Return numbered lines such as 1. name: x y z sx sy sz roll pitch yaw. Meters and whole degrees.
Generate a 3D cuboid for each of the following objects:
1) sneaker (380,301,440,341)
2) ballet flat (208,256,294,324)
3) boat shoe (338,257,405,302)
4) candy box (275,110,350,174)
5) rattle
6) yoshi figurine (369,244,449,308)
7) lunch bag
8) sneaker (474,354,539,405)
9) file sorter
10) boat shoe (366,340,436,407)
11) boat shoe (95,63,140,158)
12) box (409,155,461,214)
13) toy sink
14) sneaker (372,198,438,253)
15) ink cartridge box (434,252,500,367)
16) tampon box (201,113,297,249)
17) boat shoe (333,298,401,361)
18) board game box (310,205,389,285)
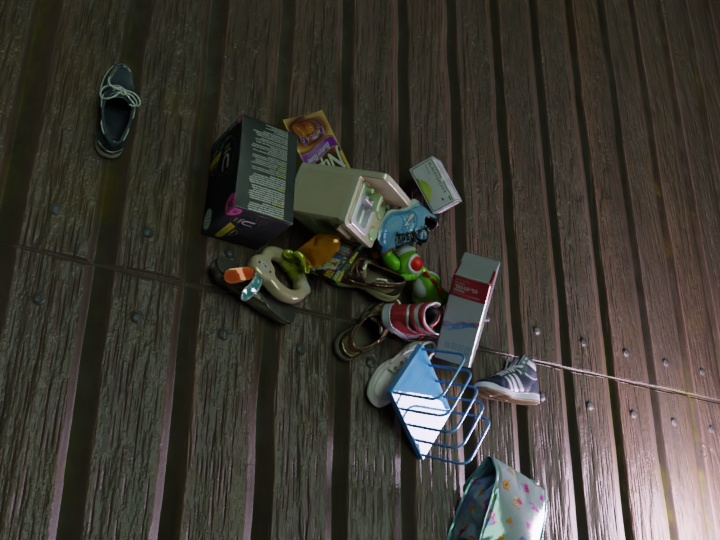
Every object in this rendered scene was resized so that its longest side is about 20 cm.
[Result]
1. sneaker: 0.131 0.108 1.646 0.200 0.112 0.072 24 66 -62
2. ballet flat: -0.211 0.045 1.523 0.200 0.046 0.068 37 33 -25
3. boat shoe: 0.000 0.000 1.645 0.199 0.072 0.072 24 51 -6
4. candy box: -0.094 -0.238 1.709 0.116 0.056 0.201 -24 88 -39
5. rattle: -0.142 -0.010 1.499 0.200 0.142 0.131 13 64 -56
6. yoshi figurine: 0.110 0.014 1.744 0.200 0.112 0.112 48 10 8
7. lunch bag: 0.294 0.507 1.639 0.170 0.122 0.201 33 61 -19
8. sneaker: 0.334 0.241 1.804 0.200 0.070 0.109 17 67 -37
9. file sorter: 0.165 0.272 1.593 0.139 0.122 0.200 -52 130 -38
10. boat shoe: 0.089 0.206 1.646 0.071 0.069 0.200 52 51 -7
11. boat shoe: -0.455 -0.309 1.477 0.075 0.062 0.201 19 61 -26
12. box: 0.174 -0.193 1.806 0.117 0.060 0.200 62 12 0
13. toy sink: -0.024 -0.123 1.545 0.130 0.199 0.112 40 66 -57
14. sneaker: 0.100 -0.089 1.676 0.090 0.079 0.200 30 42 22
15. ink cartridge box: 0.228 0.083 1.687 0.083 0.201 0.146 16 23 11
16. tampon box: -0.214 -0.168 1.533 0.126 0.150 0.201 16 63 -30
17. boat shoe: 0.030 0.118 1.639 0.076 0.072 0.200 52 51 -7
18. board game box: -0.035 -0.070 1.622 0.200 0.105 0.023 -57 143 -18
